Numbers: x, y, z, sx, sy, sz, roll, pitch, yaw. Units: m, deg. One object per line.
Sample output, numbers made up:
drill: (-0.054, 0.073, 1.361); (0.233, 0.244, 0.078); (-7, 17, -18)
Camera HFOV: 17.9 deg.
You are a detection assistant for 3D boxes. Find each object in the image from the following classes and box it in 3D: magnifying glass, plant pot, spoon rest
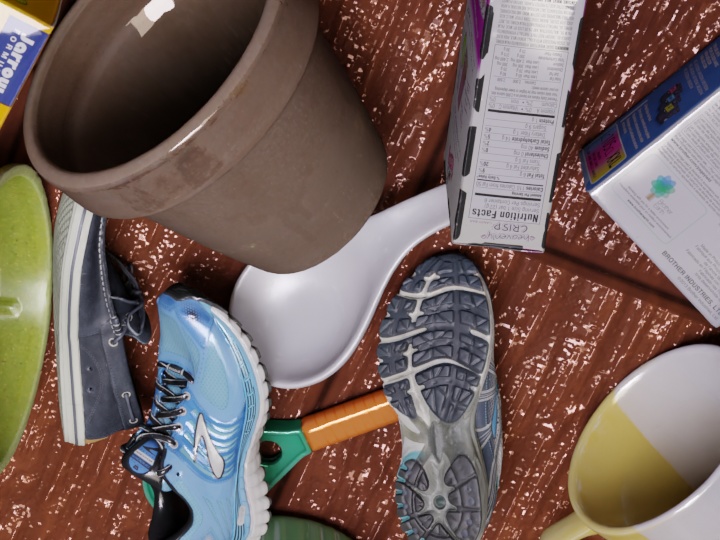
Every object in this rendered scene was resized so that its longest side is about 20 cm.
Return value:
magnifying glass: (-0.056, 0.121, 1.567); (0.200, 0.022, 0.080); (-21, 115, 8)
plant pot: (-0.310, 0.023, 1.434); (0.184, 0.200, 0.201); (7, 117, 9)
plant pot: (-0.075, -0.088, 1.383); (0.200, 0.200, 0.175); (-35, 129, 15)
spoon rest: (0.000, 0.000, 1.477); (0.200, 0.099, 0.061); (-33, 157, 10)

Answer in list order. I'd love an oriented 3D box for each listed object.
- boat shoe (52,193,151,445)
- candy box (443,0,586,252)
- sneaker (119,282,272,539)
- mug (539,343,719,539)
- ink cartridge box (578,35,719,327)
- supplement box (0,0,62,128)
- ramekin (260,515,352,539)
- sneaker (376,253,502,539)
boat shoe: (-0.169, 0.025, 1.490); (0.062, 0.075, 0.200); (-4, 120, -9)
candy box: (0.094, -0.130, 1.381); (0.061, 0.136, 0.200); (7, 117, -3)
sneaker: (-0.112, 0.105, 1.489); (0.090, 0.078, 0.200); (-20, 118, -30)
mug: (0.232, 0.154, 1.543); (0.153, 0.150, 0.186); (41, 149, -28)
ink cartridge box: (0.258, -0.079, 1.443); (0.200, 0.076, 0.136); (-39, 112, 18)
supplement box: (-0.290, -0.166, 1.368); (0.200, 0.110, 0.109); (26, 113, -14)
ramekin: (-0.062, 0.268, 1.595); (0.199, 0.098, 0.200); (-1, 119, -1)
sneaker: (0.059, 0.087, 1.529); (0.077, 0.086, 0.201); (4, 96, 19)
